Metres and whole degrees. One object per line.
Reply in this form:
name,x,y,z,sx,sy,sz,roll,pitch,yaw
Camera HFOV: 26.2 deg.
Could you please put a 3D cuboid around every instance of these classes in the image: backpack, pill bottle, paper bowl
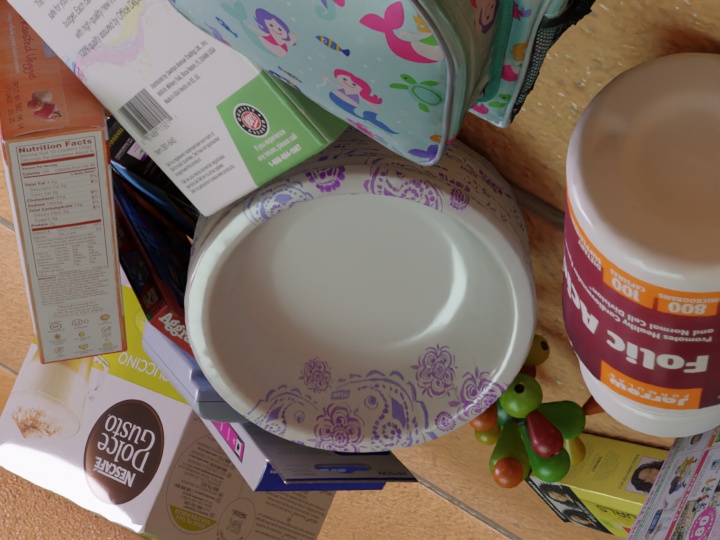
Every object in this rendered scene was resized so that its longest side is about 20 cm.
backpack,0.013,-0.149,0.579,0.177,0.151,0.200,33,155,5
pill bottle,0.152,-0.001,0.735,0.114,0.114,0.200,26,158,19
paper bowl,0.000,0.000,0.904,0.199,0.105,0.202,0,127,0

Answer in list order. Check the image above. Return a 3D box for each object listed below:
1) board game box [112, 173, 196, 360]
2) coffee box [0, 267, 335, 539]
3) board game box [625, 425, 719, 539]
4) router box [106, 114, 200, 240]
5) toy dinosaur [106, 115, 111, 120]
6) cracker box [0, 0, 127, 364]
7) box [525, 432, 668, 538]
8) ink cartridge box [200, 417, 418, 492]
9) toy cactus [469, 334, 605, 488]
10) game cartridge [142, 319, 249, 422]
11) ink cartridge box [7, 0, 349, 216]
board game box,-0.125,0.002,1.013,0.103,0.019,0.200,44,-174,-38
coffee box,-0.141,0.116,1.257,0.199,0.199,0.200,16,170,39
board game box,0.229,0.107,0.823,0.064,0.148,0.200,33,160,-9
router box,-0.073,-0.026,1.043,0.149,0.051,0.200,29,169,48
toy dinosaur,-0.174,-0.070,1.147,0.135,0.103,0.201,16,140,3
cracker box,-0.174,-0.059,0.886,0.057,0.135,0.201,-8,143,-12
box,0.213,0.165,1.117,0.199,0.050,0.075,7,147,50
ink cartridge box,-0.045,0.111,1.050,0.094,0.037,0.200,3,-164,-25
toy cactus,0.093,0.063,1.019,0.165,0.102,0.200,54,-171,9
game cartridge,-0.045,0.065,1.086,0.199,0.042,0.133,3,-166,-28
ink cartridge box,-0.089,-0.138,0.737,0.200,0.084,0.145,48,152,-11
